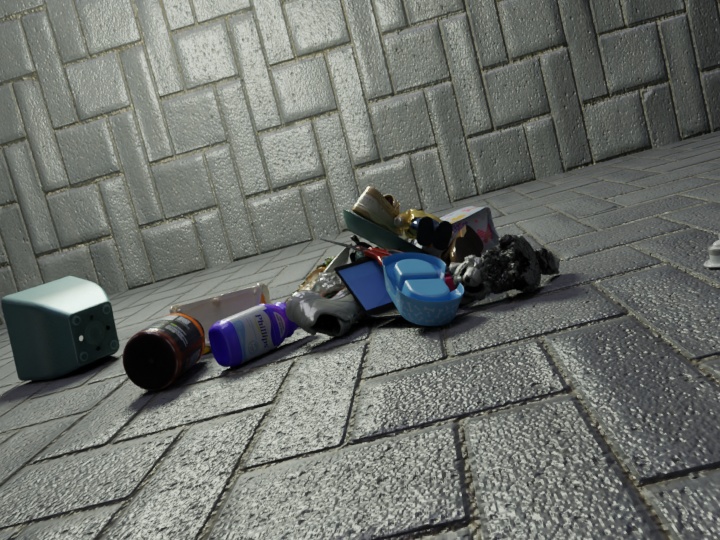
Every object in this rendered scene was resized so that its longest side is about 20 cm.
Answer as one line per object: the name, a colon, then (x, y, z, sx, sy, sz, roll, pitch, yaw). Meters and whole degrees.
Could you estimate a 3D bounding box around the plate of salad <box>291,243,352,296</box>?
plate of salad: (-0.085, 0.019, 1.744, 0.201, 0.048, 0.200, -53, -4, -6)

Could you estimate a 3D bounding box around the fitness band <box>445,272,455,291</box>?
fitness band: (0.221, 0.003, 1.638, 0.196, 0.038, 0.144, -15, 8, 16)

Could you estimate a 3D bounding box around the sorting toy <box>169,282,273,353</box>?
sorting toy: (-0.259, 0.095, 1.743, 0.196, 0.109, 0.180, -14, 0, 12)

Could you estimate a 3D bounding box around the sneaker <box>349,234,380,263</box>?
sneaker: (0.000, 0.000, 1.697, 0.076, 0.143, 0.200, -12, 8, 22)

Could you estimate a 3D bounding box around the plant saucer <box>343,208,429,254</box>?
plant saucer: (0.045, -0.064, 1.712, 0.197, 0.036, 0.200, 27, 3, -1)

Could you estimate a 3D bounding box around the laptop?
laptop: (0.086, 0.017, 1.508, 0.175, 0.105, 0.198, -17, 5, -39)

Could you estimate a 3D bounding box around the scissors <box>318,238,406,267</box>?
scissors: (0.013, -0.038, 1.599, 0.198, 0.014, 0.073, 21, 31, 36)

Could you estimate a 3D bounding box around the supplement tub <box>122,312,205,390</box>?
supplement tub: (-0.343, 0.139, 1.525, 0.105, 0.109, 0.200, -14, 7, 10)

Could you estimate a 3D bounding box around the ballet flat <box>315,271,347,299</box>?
ballet flat: (0.003, 0.024, 1.591, 0.197, 0.073, 0.071, 0, -2, -31)

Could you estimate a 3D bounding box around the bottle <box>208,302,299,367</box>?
bottle: (-0.176, 0.105, 1.520, 0.198, 0.085, 0.065, -21, 9, -42)

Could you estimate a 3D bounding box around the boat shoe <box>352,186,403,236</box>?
boat shoe: (0.051, -0.122, 1.727, 0.073, 0.070, 0.200, 28, 2, 22)

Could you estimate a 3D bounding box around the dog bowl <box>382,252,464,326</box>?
dog bowl: (0.100, 0.030, 1.404, 0.109, 0.050, 0.200, -2, 24, -13)

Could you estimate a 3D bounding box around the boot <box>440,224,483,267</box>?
boot: (0.189, -0.023, 1.612, 0.075, 0.074, 0.200, -41, 4, 19)

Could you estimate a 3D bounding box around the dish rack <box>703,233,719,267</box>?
dish rack: (0.610, -0.054, 1.230, 0.198, 0.044, 0.170, -20, 8, -37)

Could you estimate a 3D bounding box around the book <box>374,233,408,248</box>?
book: (0.046, -0.040, 1.944, 0.200, 0.048, 0.134, -44, 2, 2)

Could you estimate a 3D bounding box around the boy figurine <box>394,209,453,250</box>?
boy figurine: (0.122, -0.087, 1.702, 0.122, 0.066, 0.200, 12, 5, -11)

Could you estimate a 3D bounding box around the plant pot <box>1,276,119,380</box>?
plant pot: (-0.659, 0.134, 1.922, 0.197, 0.200, 0.195, 1, 16, 38)

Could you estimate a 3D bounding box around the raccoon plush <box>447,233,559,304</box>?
raccoon plush: (0.244, 0.016, 1.447, 0.133, 0.099, 0.198, -24, -29, 35)

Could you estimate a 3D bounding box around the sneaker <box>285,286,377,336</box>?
sneaker: (-0.031, 0.083, 1.503, 0.197, 0.077, 0.092, -6, 34, -31)

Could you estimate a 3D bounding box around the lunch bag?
lunch bag: (0.192, -0.063, 1.859, 0.197, 0.129, 0.170, -24, 7, -2)
